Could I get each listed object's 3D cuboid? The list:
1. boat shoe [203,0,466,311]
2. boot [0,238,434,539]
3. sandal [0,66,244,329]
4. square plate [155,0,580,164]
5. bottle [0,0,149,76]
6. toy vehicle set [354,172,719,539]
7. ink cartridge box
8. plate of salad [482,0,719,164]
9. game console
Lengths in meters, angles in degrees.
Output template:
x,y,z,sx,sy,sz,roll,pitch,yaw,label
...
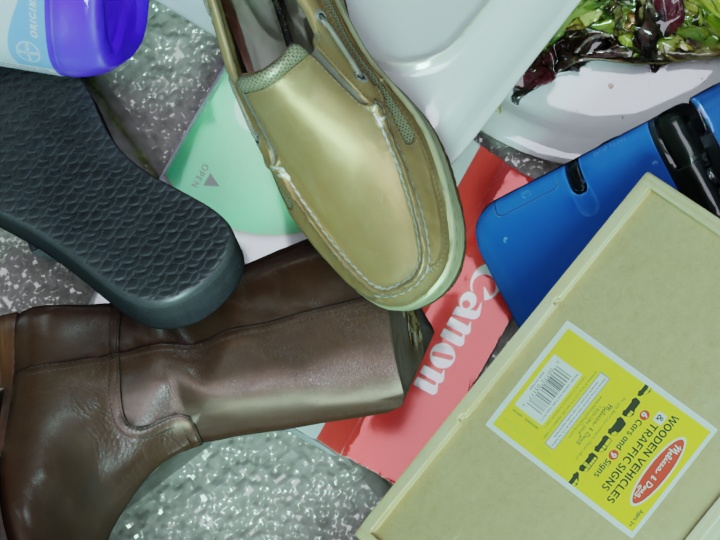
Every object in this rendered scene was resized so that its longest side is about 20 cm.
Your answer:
x,y,z,sx,sy,sz,roll,pitch,yaw,label
-0.025,-0.073,1.113,0.072,0.076,0.200,-35,71,15,boat shoe
-0.058,0.074,1.126,0.200,0.064,0.187,-12,62,-2,boot
-0.126,-0.030,1.180,0.076,0.043,0.200,-37,51,-12,sandal
0.018,-0.169,1.193,0.198,0.028,0.200,33,76,24,square plate
-0.196,-0.141,1.204,0.200,0.065,0.084,11,114,19,bottle
0.105,0.070,1.092,0.124,0.027,0.200,38,88,31,toy vehicle set
0.000,0.000,1.203,0.200,0.050,0.161,29,85,8,ink cartridge box
0.112,-0.147,1.216,0.200,0.048,0.200,0,83,3,plate of salad
0.180,0.018,1.195,0.171,0.118,0.200,-27,90,30,game console
